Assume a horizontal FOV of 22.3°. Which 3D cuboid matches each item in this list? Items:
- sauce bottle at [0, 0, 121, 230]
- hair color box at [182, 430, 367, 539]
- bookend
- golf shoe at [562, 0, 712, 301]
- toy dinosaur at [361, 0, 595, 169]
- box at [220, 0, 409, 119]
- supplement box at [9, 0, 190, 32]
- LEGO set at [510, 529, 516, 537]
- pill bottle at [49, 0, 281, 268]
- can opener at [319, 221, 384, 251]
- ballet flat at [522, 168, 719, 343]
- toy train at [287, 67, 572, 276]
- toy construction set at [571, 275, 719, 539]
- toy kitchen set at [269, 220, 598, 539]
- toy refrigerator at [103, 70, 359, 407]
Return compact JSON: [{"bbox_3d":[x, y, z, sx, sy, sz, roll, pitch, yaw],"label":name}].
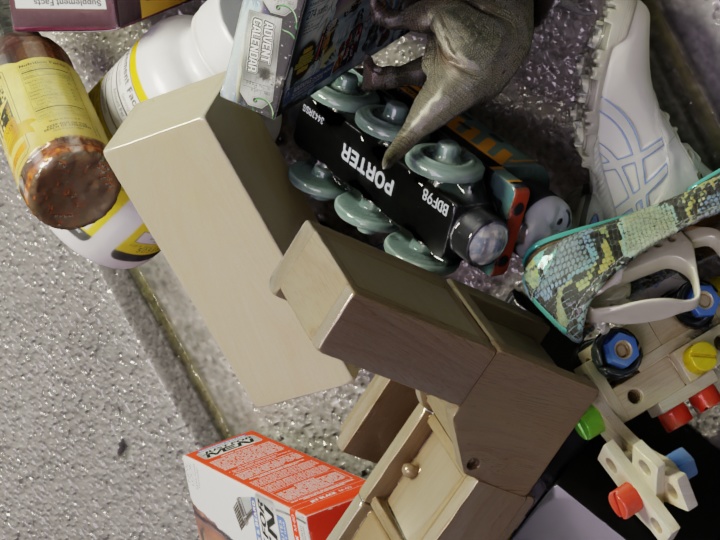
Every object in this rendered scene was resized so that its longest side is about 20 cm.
[{"bbox_3d":[-0.207,-0.107,1.171,0.200,0.066,0.066,59,136,47],"label":"sauce bottle"},{"bbox_3d":[-0.047,0.187,1.245,0.200,0.064,0.111,13,116,62],"label":"hair color box"},{"bbox_3d":[0.118,0.132,1.111,0.198,0.200,0.092,38,116,8],"label":"bookend"},{"bbox_3d":[0.172,-0.072,1.097,0.097,0.078,0.201,3,115,5],"label":"golf shoe"},{"bbox_3d":[0.060,-0.137,1.033,0.102,0.200,0.077,8,132,21],"label":"toy dinosaur"},{"bbox_3d":[-0.006,-0.181,1.056,0.040,0.200,0.137,24,120,15],"label":"box"},{"bbox_3d":[-0.173,-0.262,1.165,0.085,0.110,0.201,4,112,27],"label":"supplement box"},{"bbox_3d":[0.078,0.221,1.224,0.200,0.115,0.155,-9,85,62],"label":"LEGO set"},{"bbox_3d":[-0.121,-0.097,1.203,0.200,0.111,0.111,-39,89,34],"label":"pill bottle"},{"bbox_3d":[0.000,0.000,1.207,0.199,0.063,0.079,-16,101,32],"label":"can opener"},{"bbox_3d":[0.191,-0.012,1.044,0.199,0.074,0.075,-24,100,-6],"label":"ballet flat"},{"bbox_3d":[0.039,-0.063,1.096,0.200,0.114,0.086,39,125,44],"label":"toy train"},{"bbox_3d":[0.201,0.077,1.066,0.131,0.200,0.092,60,147,5],"label":"toy construction set"},{"bbox_3d":[-0.010,0.080,1.054,0.180,0.163,0.200,22,109,-32],"label":"toy kitchen set"},{"bbox_3d":[-0.071,-0.019,1.136,0.076,0.070,0.200,-17,117,25],"label":"toy refrigerator"}]
